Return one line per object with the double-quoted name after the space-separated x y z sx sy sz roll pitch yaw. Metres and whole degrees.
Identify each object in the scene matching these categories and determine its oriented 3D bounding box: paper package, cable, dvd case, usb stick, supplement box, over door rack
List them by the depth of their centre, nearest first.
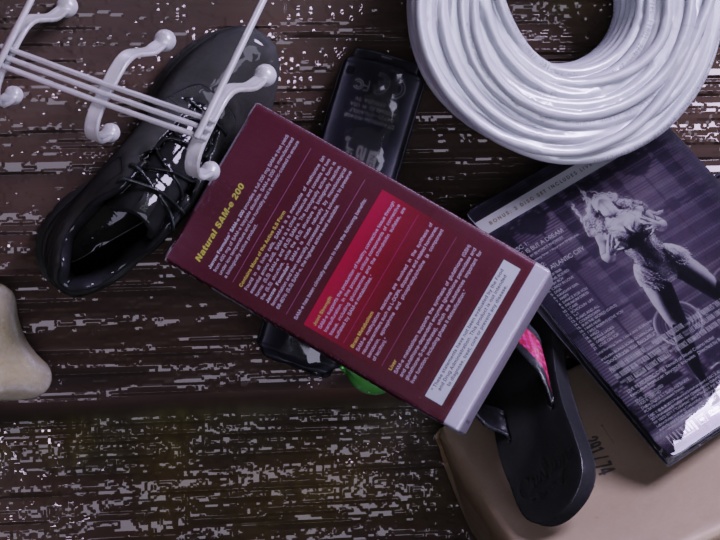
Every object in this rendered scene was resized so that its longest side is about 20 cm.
-0.112 -0.165 1.107 0.147 0.067 0.201 20 87 16 "over door rack"
0.000 0.000 1.122 0.200 0.061 0.109 31 88 9 "supplement box"
0.124 -0.166 1.160 0.199 0.069 0.201 8 95 -13 "cable"
0.180 0.005 1.162 0.148 0.016 0.200 -30 65 -19 "dvd case"
0.172 0.144 1.173 0.190 0.200 0.104 -24 122 -5 "paper package"
-0.012 -0.035 1.175 0.055 0.033 0.201 16 87 3 "usb stick"

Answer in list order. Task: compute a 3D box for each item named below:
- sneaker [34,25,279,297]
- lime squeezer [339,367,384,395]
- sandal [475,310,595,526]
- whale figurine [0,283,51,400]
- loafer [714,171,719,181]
-0.115 -0.058 1.143 0.076 0.091 0.200 37 93 -13 "sneaker"
0.002 0.033 1.211 0.200 0.038 0.071 39 94 -15 "lime squeezer"
0.089 0.064 1.151 0.045 0.200 0.075 22 122 -31 "sandal"
-0.289 0.083 1.155 0.200 0.104 0.160 -33 107 -26 "whale figurine"
0.218 -0.018 1.221 0.199 0.063 0.072 -18 104 -5 "loafer"
